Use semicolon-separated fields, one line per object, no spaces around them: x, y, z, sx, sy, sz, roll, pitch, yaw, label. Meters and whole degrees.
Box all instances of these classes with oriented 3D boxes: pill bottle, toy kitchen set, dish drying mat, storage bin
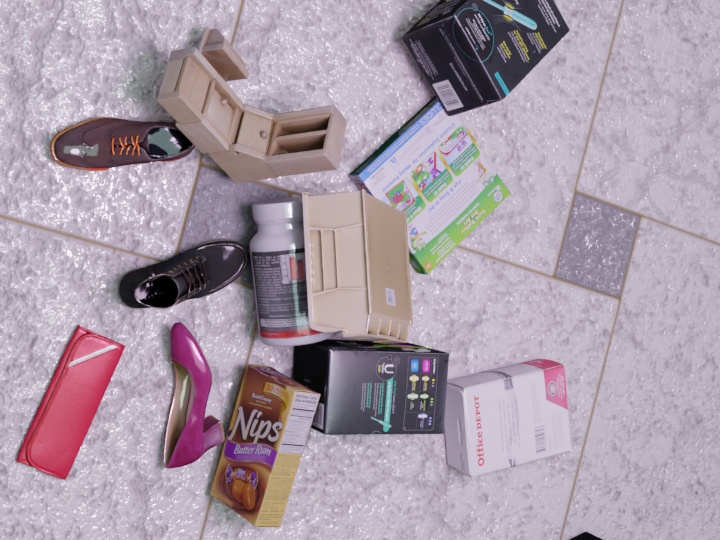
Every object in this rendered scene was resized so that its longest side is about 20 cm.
-0.101;0.000;1.608;0.114;0.115;0.204;-9;98;-24;pill bottle
-0.137;-0.250;1.512;0.200;0.178;0.166;46;47;-50;toy kitchen set
-0.400;0.183;1.538;0.076;0.018;0.203;26;83;-25;dish drying mat
0.000;0.000;1.583;0.092;0.200;0.203;-5;82;19;storage bin

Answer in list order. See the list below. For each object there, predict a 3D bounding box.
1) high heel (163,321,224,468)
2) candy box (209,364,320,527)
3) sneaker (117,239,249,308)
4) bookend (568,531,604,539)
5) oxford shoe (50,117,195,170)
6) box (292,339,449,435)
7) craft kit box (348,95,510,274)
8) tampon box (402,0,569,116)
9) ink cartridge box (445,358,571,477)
-0.259;0.179;1.577;0.095;0.067;0.203;-25;117;-32;high heel
-0.139;0.250;1.595;0.056;0.116;0.203;15;94;-45;candy box
-0.233;0.013;1.552;0.197;0.106;0.076;-21;103;-22;sneaker
0.431;0.536;1.912;0.197;0.092;0.202;-18;101;-23;bookend
-0.321;-0.176;1.515;0.197;0.072;0.073;-10;98;-24;oxford shoe
0.013;0.172;1.656;0.197;0.148;0.127;3;92;-25;box
0.111;-0.134;1.736;0.200;0.048;0.199;-42;107;-16;craft kit box
0.192;-0.360;1.688;0.200;0.125;0.151;-46;112;-30;tampon box
0.235;0.235;1.801;0.197;0.082;0.150;-9;98;-24;ink cartridge box
